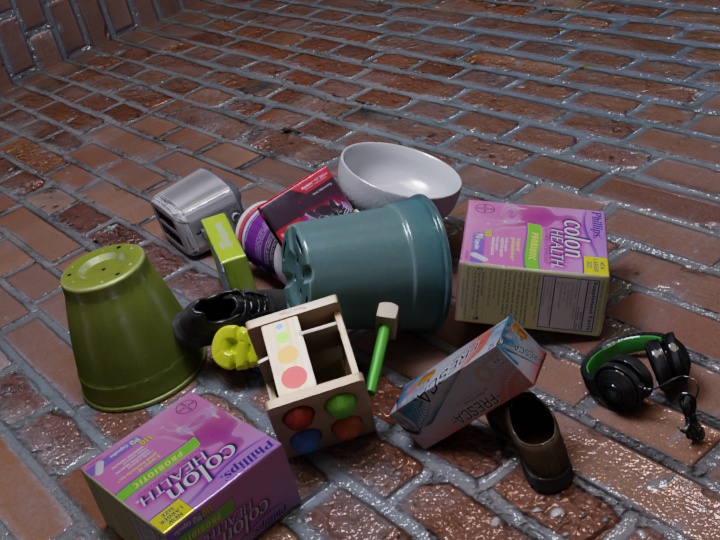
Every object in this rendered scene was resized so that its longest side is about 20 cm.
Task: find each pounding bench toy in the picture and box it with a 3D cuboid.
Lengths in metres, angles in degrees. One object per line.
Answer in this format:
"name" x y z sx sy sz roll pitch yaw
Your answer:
"pounding bench toy" -0.026 0.132 1.341 0.199 0.125 0.157 -17 51 -4

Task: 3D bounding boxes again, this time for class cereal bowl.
"cereal bowl" 0.055 -0.124 1.643 0.199 0.084 0.200 12 27 -6

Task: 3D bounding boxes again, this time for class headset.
"headset" 0.351 0.137 1.271 0.123 0.094 0.200 -25 15 -8

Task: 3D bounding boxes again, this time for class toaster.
"toaster" -0.299 -0.111 1.928 0.129 0.114 0.200 -30 34 -20

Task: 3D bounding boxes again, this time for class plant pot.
"plant pot" -0.354 0.073 1.560 0.199 0.194 0.201 -12 30 7
"plant pot" 0.000 0.000 1.463 0.195 0.202 0.200 -6 26 -18

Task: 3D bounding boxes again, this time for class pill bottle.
"pill bottle" -0.117 -0.039 1.720 0.112 0.113 0.200 -29 32 -23

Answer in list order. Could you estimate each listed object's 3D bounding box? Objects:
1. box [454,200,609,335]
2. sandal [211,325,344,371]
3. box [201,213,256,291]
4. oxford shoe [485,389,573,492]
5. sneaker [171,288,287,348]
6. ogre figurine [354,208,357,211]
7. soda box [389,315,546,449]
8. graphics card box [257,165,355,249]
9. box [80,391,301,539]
"box" 0.239 -0.008 1.460 0.198 0.097 0.176 7 33 7
"sandal" -0.109 0.117 1.496 0.199 0.080 0.087 12 0 22
"box" -0.205 0.001 1.684 0.047 0.123 0.200 -19 30 -9
"oxford shoe" 0.197 0.170 1.251 0.072 0.085 0.200 -21 28 -7
"sneaker" -0.174 0.062 1.544 0.199 0.091 0.076 -14 69 -33
"ogre figurine" 0.020 -0.086 1.755 0.119 0.099 0.200 -21 40 -32
"soda box" 0.127 0.137 1.254 0.200 0.068 0.064 -40 10 39
"graphics card box" -0.054 -0.043 1.599 0.125 0.201 0.051 -32 4 -9
"box" -0.207 0.261 1.271 0.176 0.097 0.199 -34 35 -30
